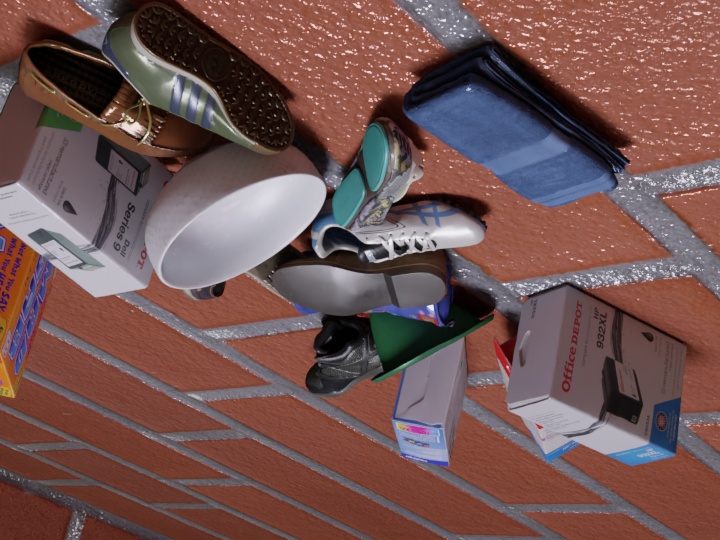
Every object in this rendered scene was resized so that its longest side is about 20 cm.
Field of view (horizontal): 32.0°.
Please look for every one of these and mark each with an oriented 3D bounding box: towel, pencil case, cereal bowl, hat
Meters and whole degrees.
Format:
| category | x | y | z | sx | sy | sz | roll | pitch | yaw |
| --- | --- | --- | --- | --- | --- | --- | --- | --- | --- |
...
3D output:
| category | x | y | z | sx | sy | sz | roll | pitch | yaw |
| --- | --- | --- | --- | --- | --- | --- | --- | --- | --- |
| towel | 0.140 | -0.124 | 1.131 | 0.199 | 0.049 | 0.111 | 29 | 152 | -32 |
| pencil case | 0.018 | 0.020 | 1.488 | 0.197 | 0.079 | 0.087 | 4 | 173 | 21 |
| cereal bowl | -0.138 | -0.071 | 1.294 | 0.198 | 0.084 | 0.200 | -28 | 162 | -10 |
| hat | 0.042 | 0.027 | 1.554 | 0.198 | 0.178 | 0.166 | -27 | 176 | -15 |

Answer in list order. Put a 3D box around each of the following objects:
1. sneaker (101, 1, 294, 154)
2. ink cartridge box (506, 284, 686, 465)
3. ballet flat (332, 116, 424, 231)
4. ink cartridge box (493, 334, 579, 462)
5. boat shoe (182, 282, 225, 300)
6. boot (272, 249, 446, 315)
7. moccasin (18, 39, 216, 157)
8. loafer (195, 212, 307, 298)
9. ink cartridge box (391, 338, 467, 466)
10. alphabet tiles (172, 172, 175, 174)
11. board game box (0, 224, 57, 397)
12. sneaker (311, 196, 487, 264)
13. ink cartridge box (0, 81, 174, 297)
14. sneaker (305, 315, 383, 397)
| category | x | y | z | sx | sy | sz | roll | pitch | yaw |
| --- | --- | --- | --- | --- | --- | --- | --- | --- | --- |
| sneaker | -0.156 | -0.174 | 1.172 | 0.089 | 0.068 | 0.200 | -5 | 148 | 45 |
| ink cartridge box | 0.283 | 0.126 | 1.488 | 0.198 | 0.147 | 0.083 | 25 | 154 | -24 |
| ballet flat | 0.026 | -0.099 | 1.249 | 0.071 | 0.073 | 0.200 | 17 | 157 | -9 |
| ink cartridge box | 0.231 | 0.152 | 1.599 | 0.067 | 0.117 | 0.200 | -28 | 152 | -2 |
| boat shoe | -0.182 | -0.011 | 1.533 | 0.072 | 0.076 | 0.200 | 7 | 160 | 7 |
| boot | 0.000 | 0.000 | 1.419 | 0.197 | 0.076 | 0.074 | -1 | 135 | 8 |
| moccasin | -0.233 | -0.170 | 1.219 | 0.200 | 0.074 | 0.078 | 28 | 163 | -10 |
| loafer | -0.140 | -0.040 | 1.427 | 0.200 | 0.076 | 0.068 | 46 | 168 | -31 |
| ink cartridge box | 0.099 | 0.182 | 1.729 | 0.075 | 0.138 | 0.201 | 10 | 156 | 13 |
| alphabet tiles | -0.302 | -0.105 | 1.467 | 0.193 | 0.015 | 0.200 | 16 | 156 | -4 |
| board game box | -0.525 | 0.021 | 1.637 | 0.197 | 0.202 | 0.200 | 14 | 157 | -4 |
| sneaker | 0.040 | -0.038 | 1.353 | 0.197 | 0.073 | 0.072 | 2 | 153 | 23 |
| ink cartridge box | -0.293 | -0.087 | 1.313 | 0.083 | 0.148 | 0.200 | -9 | 144 | 33 |
| sneaker | -0.038 | 0.116 | 1.741 | 0.113 | 0.077 | 0.199 | 28 | 150 | -25 |
